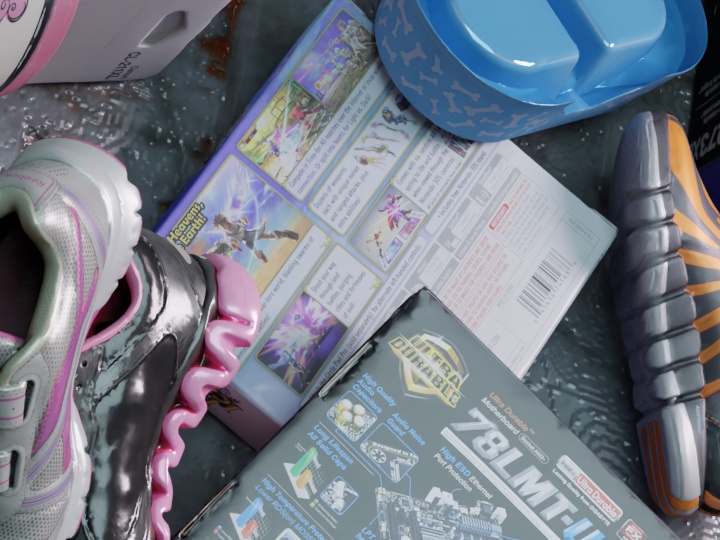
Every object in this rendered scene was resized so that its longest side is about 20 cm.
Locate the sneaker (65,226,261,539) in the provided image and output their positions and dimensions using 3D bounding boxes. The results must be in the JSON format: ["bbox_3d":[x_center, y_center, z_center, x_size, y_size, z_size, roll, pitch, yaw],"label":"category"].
[{"bbox_3d":[-0.119,0.069,1.223,0.095,0.079,0.201,37,65,-42],"label":"sneaker"}]

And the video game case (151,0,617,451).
[{"bbox_3d":[0.000,0.000,1.364,0.181,0.045,0.200,40,61,-8],"label":"video game case"}]

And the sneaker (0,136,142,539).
[{"bbox_3d":[-0.151,0.044,1.148,0.081,0.088,0.201,12,94,17],"label":"sneaker"}]

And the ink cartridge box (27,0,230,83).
[{"bbox_3d":[-0.128,-0.202,1.316,0.082,0.146,0.201,-6,75,-27],"label":"ink cartridge box"}]

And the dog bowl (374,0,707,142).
[{"bbox_3d":[0.086,-0.121,1.414,0.199,0.050,0.112,-17,70,-45],"label":"dog bowl"}]

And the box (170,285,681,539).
[{"bbox_3d":[0.028,0.145,1.270,0.200,0.050,0.199,44,72,2],"label":"box"}]

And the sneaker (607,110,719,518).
[{"bbox_3d":[0.187,0.018,1.416,0.111,0.078,0.201,-7,87,-9],"label":"sneaker"}]

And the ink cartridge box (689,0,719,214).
[{"bbox_3d":[0.206,-0.104,1.466,0.037,0.095,0.201,15,67,-20],"label":"ink cartridge box"}]

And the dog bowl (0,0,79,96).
[{"bbox_3d":[-0.190,-0.159,1.253,0.073,0.200,0.201,-2,73,-39],"label":"dog bowl"}]
